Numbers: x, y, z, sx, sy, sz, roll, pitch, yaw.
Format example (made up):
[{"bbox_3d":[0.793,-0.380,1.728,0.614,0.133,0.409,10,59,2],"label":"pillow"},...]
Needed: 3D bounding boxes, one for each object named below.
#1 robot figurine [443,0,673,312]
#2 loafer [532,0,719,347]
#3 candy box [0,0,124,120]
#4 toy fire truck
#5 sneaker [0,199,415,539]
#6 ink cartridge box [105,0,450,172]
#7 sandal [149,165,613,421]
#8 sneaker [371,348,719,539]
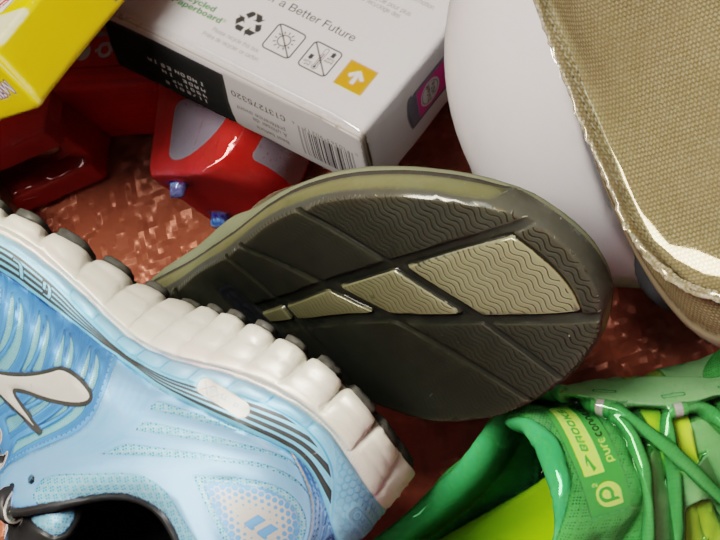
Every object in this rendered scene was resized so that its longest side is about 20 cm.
[{"bbox_3d":[0.122,-0.062,0.765,0.200,0.150,0.125,-11,92,20],"label":"robot figurine"},{"bbox_3d":[0.073,-0.077,0.681,0.076,0.067,0.200,-20,76,19],"label":"loafer"},{"bbox_3d":[-0.072,-0.116,0.858,0.102,0.026,0.200,-9,39,52],"label":"candy box"},{"bbox_3d":[-0.111,-0.015,0.897,0.200,0.049,0.141,0,73,24],"label":"toy fire truck"},{"bbox_3d":[-0.087,0.042,0.788,0.200,0.078,0.090,21,69,34],"label":"sneaker"},{"bbox_3d":[0.019,-0.121,0.856,0.095,0.037,0.200,27,67,23],"label":"ink cartridge box"},{"bbox_3d":[-0.001,-0.001,0.788,0.057,0.080,0.201,-50,19,-26],"label":"sandal"},{"bbox_3d":[0.082,0.060,0.761,0.200,0.084,0.074,-33,62,11],"label":"sneaker"}]
